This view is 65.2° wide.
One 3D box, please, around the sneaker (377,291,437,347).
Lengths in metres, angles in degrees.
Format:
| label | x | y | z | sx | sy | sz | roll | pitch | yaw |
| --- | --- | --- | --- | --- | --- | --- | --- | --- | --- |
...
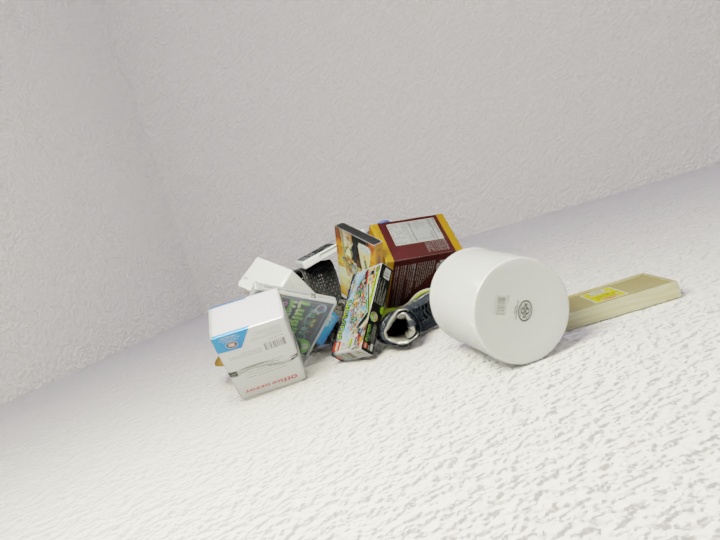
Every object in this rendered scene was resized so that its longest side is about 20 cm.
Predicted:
| label | x | y | z | sx | sy | sz | roll | pitch | yaw |
| --- | --- | --- | --- | --- | --- | --- | --- | --- | --- |
| sneaker | 0.127 | 0.097 | 1.184 | 0.200 | 0.078 | 0.146 | -28 | -5 | -7 |

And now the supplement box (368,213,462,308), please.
| label | x | y | z | sx | sy | sz | roll | pitch | yaw |
| --- | --- | --- | --- | --- | --- | --- | --- | --- | --- |
| supplement box | 0.126 | -0.011 | 1.403 | 0.196 | 0.200 | 0.134 | -10 | 47 | -14 |

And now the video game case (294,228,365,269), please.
| label | x | y | z | sx | sy | sz | roll | pitch | yaw |
| --- | --- | --- | --- | --- | --- | --- | --- | --- | --- |
| video game case | -0.084 | -0.056 | 1.494 | 0.180 | 0.024 | 0.200 | -29 | 8 | -10 |

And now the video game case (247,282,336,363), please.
| label | x | y | z | sx | sy | sz | roll | pitch | yaw |
| --- | --- | --- | --- | --- | --- | --- | --- | --- | --- |
| video game case | -0.169 | 0.119 | 1.190 | 0.179 | 0.024 | 0.202 | 11 | -53 | -26 |

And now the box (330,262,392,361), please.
| label | x | y | z | sx | sy | sz | roll | pitch | yaw |
| --- | --- | --- | --- | --- | --- | --- | --- | --- | --- |
| box | 0.004 | 0.091 | 1.215 | 0.034 | 0.203 | 0.109 | 31 | -32 | -28 |

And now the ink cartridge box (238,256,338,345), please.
| label | x | y | z | sx | sy | sz | roll | pitch | yaw |
| --- | --- | --- | --- | --- | --- | --- | --- | --- | --- |
| ink cartridge box | -0.163 | 0.070 | 1.286 | 0.143 | 0.200 | 0.085 | 18 | 68 | 44 |

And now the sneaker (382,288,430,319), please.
| label | x | y | z | sx | sy | sz | roll | pitch | yaw |
| --- | --- | --- | --- | --- | --- | --- | --- | --- | --- |
| sneaker | 0.130 | 0.103 | 1.311 | 0.197 | 0.075 | 0.081 | -27 | 14 | -17 |

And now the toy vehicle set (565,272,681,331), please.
| label | x | y | z | sx | sy | sz | roll | pitch | yaw |
| --- | --- | --- | --- | --- | --- | --- | --- | --- | --- |
| toy vehicle set | 0.426 | 0.052 | 0.978 | 0.196 | 0.027 | 0.124 | -18 | 5 | 5 |

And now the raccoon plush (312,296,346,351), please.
| label | x | y | z | sx | sy | sz | roll | pitch | yaw |
| --- | --- | --- | --- | --- | --- | --- | --- | --- | --- |
| raccoon plush | -0.090 | 0.141 | 1.445 | 0.132 | 0.098 | 0.199 | -19 | 9 | 33 |

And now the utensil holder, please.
| label | x | y | z | sx | sy | sz | roll | pitch | yaw |
| --- | --- | --- | --- | --- | --- | --- | --- | --- | --- |
| utensil holder | 0.221 | 0.052 | 0.918 | 0.167 | 0.173 | 0.200 | -18 | 7 | -9 |

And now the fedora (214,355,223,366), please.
| label | x | y | z | sx | sy | sz | roll | pitch | yaw |
| --- | --- | --- | --- | --- | --- | --- | --- | --- | --- |
| fedora | -0.255 | 0.210 | 1.381 | 0.197 | 0.083 | 0.201 | -21 | 9 | 3 |

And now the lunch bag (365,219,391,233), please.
| label | x | y | z | sx | sy | sz | roll | pitch | yaw |
| --- | --- | --- | --- | --- | --- | --- | --- | --- | --- |
| lunch bag | 0.080 | -0.039 | 1.513 | 0.198 | 0.083 | 0.160 | 25 | -57 | -41 |

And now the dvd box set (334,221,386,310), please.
| label | x | y | z | sx | sy | sz | roll | pitch | yaw |
| --- | --- | --- | --- | --- | --- | --- | --- | --- | --- |
| dvd box set | 0.000 | 0.000 | 1.339 | 0.029 | 0.203 | 0.145 | -27 | 39 | -32 |

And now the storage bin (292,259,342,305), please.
| label | x | y | z | sx | sy | sz | roll | pitch | yaw |
| --- | --- | --- | --- | --- | --- | --- | --- | --- | --- |
| storage bin | -0.106 | 0.082 | 1.539 | 0.092 | 0.204 | 0.135 | -19 | 5 | -19 |

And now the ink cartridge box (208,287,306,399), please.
| label | x | y | z | sx | sy | sz | roll | pitch | yaw |
| --- | --- | --- | --- | --- | --- | --- | --- | --- | --- |
| ink cartridge box | -0.202 | 0.149 | 1.121 | 0.142 | 0.202 | 0.085 | -16 | 44 | -5 |
